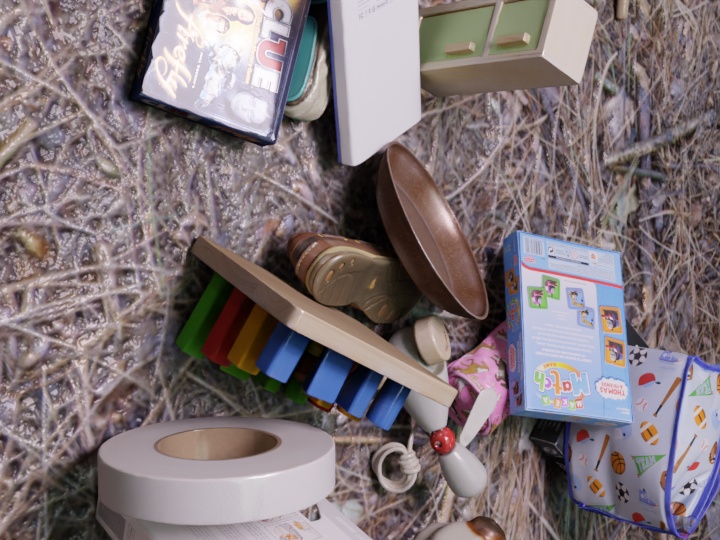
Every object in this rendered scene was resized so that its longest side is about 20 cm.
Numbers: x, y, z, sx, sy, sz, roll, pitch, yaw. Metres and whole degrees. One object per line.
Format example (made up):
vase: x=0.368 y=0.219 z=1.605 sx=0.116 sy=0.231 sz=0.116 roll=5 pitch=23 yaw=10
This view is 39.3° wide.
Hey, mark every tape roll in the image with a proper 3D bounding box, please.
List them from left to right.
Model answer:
tape roll: x=-0.117 y=0.161 z=0.839 sx=0.201 sy=0.201 sz=0.038 roll=-5 pitch=97 yaw=-39

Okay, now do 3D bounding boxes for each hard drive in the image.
hard drive: x=0.015 y=-0.221 z=0.978 sx=0.132 sy=0.025 sz=0.203 roll=-40 pitch=136 yaw=-45

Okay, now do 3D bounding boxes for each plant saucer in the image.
plant saucer: x=0.067 y=-0.034 z=1.027 sx=0.201 sy=0.036 sz=0.202 roll=52 pitch=20 yaw=-27

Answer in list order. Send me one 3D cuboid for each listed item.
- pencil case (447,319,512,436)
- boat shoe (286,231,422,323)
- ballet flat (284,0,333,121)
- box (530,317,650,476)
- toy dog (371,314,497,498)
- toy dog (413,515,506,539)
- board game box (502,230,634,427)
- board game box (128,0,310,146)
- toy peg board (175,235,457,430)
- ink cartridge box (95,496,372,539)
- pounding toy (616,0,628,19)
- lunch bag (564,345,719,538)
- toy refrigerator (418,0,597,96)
pencil case: x=0.174 y=0.102 z=1.158 sx=0.199 sy=0.086 sz=0.084 roll=-37 pitch=135 yaw=-33
boat shoe: x=0.000 y=0.000 z=1.005 sx=0.072 sy=0.067 sz=0.199 roll=-54 pitch=148 yaw=11
ballet flat: x=-0.038 y=-0.242 z=0.970 sx=0.062 sy=0.067 sz=0.203 roll=21 pitch=86 yaw=-59
box: x=0.315 y=0.175 z=1.308 sx=0.160 sy=0.043 sz=0.202 roll=45 pitch=66 yaw=-34
toy dog: x=0.077 y=0.133 z=1.070 sx=0.096 sy=0.130 sz=0.203 roll=-48 pitch=135 yaw=-61
toy dog: x=0.114 y=0.351 z=1.065 sx=0.139 sy=0.193 sz=0.202 roll=-36 pitch=123 yaw=-18
board game box: x=0.233 y=0.067 z=1.134 sx=0.149 sy=0.037 sz=0.203 roll=10 pitch=68 yaw=-25
board game box: x=-0.116 y=-0.229 z=0.898 sx=0.134 sy=0.034 sz=0.203 roll=16 pitch=84 yaw=-30
toy peg board: x=-0.053 y=0.079 z=0.901 sx=0.199 sy=0.199 sz=0.099 roll=29 pitch=91 yaw=-38
ink cartridge box: x=-0.103 y=0.225 z=0.854 sx=0.174 sy=0.199 sz=0.045 roll=-1 pitch=110 yaw=-39
pounding toy: x=0.338 y=-0.454 z=1.232 sx=0.199 sy=0.141 sz=0.186 roll=36 pitch=71 yaw=-25
lunch bag: x=0.335 y=0.198 z=1.190 sx=0.123 sy=0.169 sz=0.203 roll=18 pitch=81 yaw=-34
toy refrigerator: x=0.133 y=-0.229 z=1.016 sx=0.069 sy=0.198 sz=0.077 roll=23 pitch=80 yaw=-39
